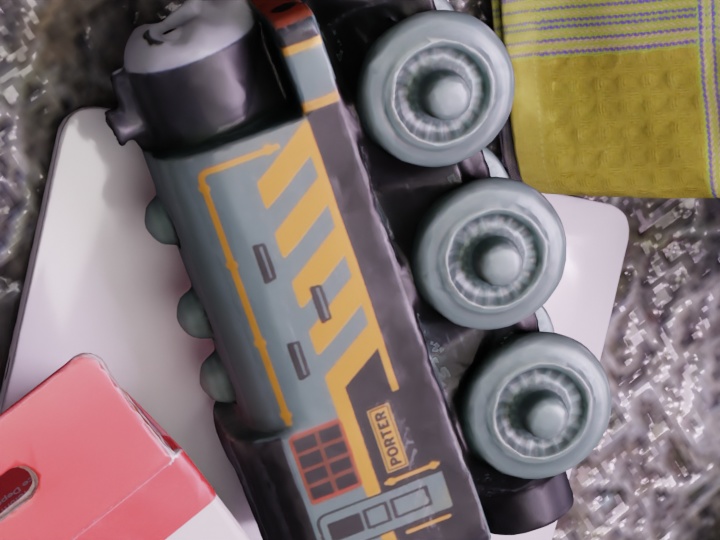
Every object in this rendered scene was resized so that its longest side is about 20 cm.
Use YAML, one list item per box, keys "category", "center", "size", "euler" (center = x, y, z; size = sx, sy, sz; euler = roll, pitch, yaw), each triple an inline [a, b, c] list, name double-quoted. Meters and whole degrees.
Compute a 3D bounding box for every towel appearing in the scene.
- category: "towel"
  center: [0.129, -0.089, 0.782]
  size: [0.023, 0.200, 0.144]
  euler: [-29, 119, -61]

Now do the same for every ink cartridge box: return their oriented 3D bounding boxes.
- category: "ink cartridge box"
  center: [-0.079, 0.117, 0.779]
  size: [0.116, 0.067, 0.200]
  euler: [-38, 119, -8]

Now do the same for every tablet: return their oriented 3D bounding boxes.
- category: "tablet"
  center: [-0.014, 0.027, 0.824]
  size: [0.200, 0.014, 0.130]
  euler: [10, 99, -25]

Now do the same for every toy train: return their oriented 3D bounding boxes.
- category: "toy train"
  center: [0.000, 0.000, 0.774]
  size: [0.114, 0.085, 0.200]
  euler: [-22, 111, -7]
